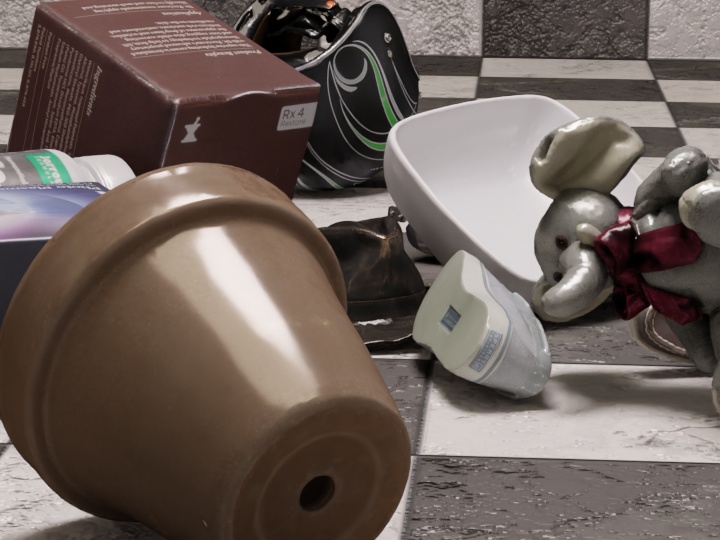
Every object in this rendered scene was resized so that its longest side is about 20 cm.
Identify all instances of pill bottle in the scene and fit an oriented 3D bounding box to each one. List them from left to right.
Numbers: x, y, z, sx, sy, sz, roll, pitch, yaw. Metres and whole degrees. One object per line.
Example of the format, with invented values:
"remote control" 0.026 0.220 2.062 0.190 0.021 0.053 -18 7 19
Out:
"pill bottle" -0.277 -0.036 1.875 0.200 0.114 0.113 -8 14 -35

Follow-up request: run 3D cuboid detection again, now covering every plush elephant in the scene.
"plush elephant" 0.179 -0.011 1.570 0.154 0.165 0.200 -8 30 11

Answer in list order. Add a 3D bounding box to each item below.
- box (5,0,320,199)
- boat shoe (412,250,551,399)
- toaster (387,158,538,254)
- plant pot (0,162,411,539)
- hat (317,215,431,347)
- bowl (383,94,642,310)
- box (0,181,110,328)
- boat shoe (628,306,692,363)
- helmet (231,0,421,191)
"box" -0.172 -0.120 2.032 0.166 0.165 0.200 -9 35 -43
"boat shoe" 0.086 0.044 1.638 0.071 0.070 0.201 31 8 -13
"toaster" 0.127 -0.066 2.055 0.129 0.114 0.200 10 15 31
"plant pot" -0.063 0.069 1.233 0.200 0.201 0.175 -7 31 -34
"hat" 0.000 0.000 1.791 0.200 0.081 0.201 2 11 0
"bowl" 0.125 -0.044 1.877 0.199 0.075 0.200 -13 52 -38
"box" -0.241 0.015 1.602 0.199 0.124 0.198 -4 14 -21
"boat shoe" 0.287 0.037 1.655 0.199 0.072 0.060 4 8 -12
"helmet" -0.036 -0.173 2.390 0.199 0.191 0.200 -14 40 12
